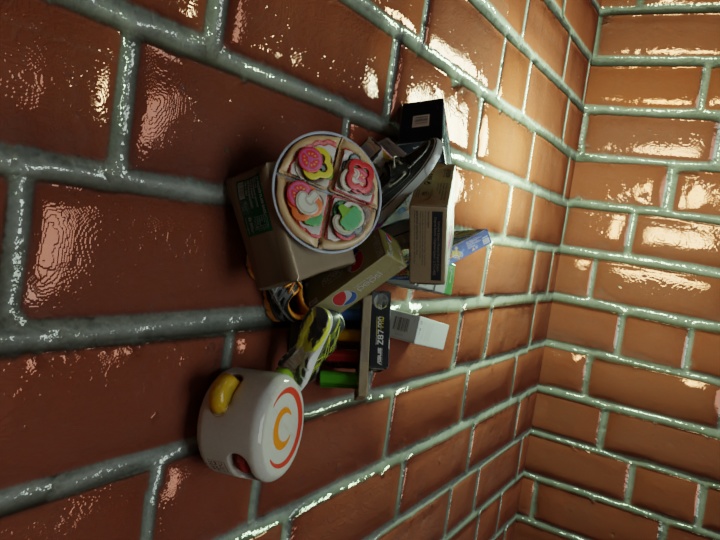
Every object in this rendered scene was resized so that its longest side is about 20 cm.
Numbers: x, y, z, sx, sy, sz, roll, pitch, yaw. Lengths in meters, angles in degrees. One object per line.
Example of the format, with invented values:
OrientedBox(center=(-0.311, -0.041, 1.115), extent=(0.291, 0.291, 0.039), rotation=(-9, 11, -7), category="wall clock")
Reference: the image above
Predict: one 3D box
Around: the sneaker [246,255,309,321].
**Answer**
OrientedBox(center=(-0.146, 0.015, 1.258), extent=(0.078, 0.076, 0.202), rotation=(-51, 139, -36), category="sneaker")

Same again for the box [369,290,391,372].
OrientedBox(center=(0.036, 0.139, 1.516), extent=(0.200, 0.048, 0.164), rotation=(107, -12, -80), category="box")

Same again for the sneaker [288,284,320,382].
OrientedBox(center=(-0.089, 0.120, 1.391), extent=(0.106, 0.074, 0.203), rotation=(-29, 122, -54), category="sneaker")

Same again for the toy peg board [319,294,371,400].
OrientedBox(center=(-0.034, 0.166, 1.445), extent=(0.200, 0.096, 0.202), rotation=(105, -12, -77), category="toy peg board")

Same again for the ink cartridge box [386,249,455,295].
OrientedBox(center=(0.124, 0.001, 1.651), extent=(0.199, 0.144, 0.085), rotation=(15, 85, -60), category="ink cartridge box")

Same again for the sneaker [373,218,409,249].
OrientedBox(center=(0.025, -0.039, 1.344), extent=(0.198, 0.073, 0.072), rotation=(-22, 99, -19), category="sneaker")

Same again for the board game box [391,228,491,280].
OrientedBox(center=(0.165, -0.034, 1.472), extent=(0.198, 0.135, 0.035), rotation=(-27, 102, -25), category="board game box")

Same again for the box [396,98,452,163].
OrientedBox(center=(0.156, -0.269, 1.597), extent=(0.201, 0.102, 0.184), rotation=(-80, 161, -49), category="box")

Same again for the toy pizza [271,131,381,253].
OrientedBox(center=(-0.049, -0.129, 1.115), extent=(0.197, 0.032, 0.204), rotation=(3, 84, -27), category="toy pizza")

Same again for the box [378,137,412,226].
OrientedBox(center=(0.062, -0.164, 1.492), extent=(0.100, 0.113, 0.202), rotation=(-28, 131, -11), category="box")

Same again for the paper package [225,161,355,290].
OrientedBox(center=(-0.116, -0.082, 1.187), extent=(0.190, 0.102, 0.203), rotation=(-19, 94, -57), category="paper package")

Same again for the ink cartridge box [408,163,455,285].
OrientedBox(center=(0.141, -0.094, 1.332), extent=(0.201, 0.074, 0.167), rotation=(-71, 160, -56), category="ink cartridge box")

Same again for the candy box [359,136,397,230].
OrientedBox(center=(0.002, -0.143, 1.355), extent=(0.200, 0.061, 0.136), rotation=(-48, 133, 8), category="candy box")

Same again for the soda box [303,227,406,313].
OrientedBox(center=(-0.012, 0.009, 1.288), extent=(0.067, 0.199, 0.065), rotation=(27, 38, -44), category="soda box")

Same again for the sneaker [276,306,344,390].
OrientedBox(center=(-0.088, 0.160, 1.298), extent=(0.084, 0.074, 0.201), rotation=(4, 122, -51), category="sneaker")

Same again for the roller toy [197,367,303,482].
OrientedBox(center=(-0.194, 0.266, 1.191), extent=(0.200, 0.138, 0.186), rotation=(3, 91, -70), category="roller toy")

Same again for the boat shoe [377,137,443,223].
OrientedBox(center=(0.072, -0.177, 1.280), extent=(0.063, 0.071, 0.200), rotation=(39, 99, -23), category="boat shoe")

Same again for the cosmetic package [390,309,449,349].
OrientedBox(center=(0.145, 0.155, 1.784), extent=(0.199, 0.100, 0.072), rotation=(20, 83, -59), category="cosmetic package")
